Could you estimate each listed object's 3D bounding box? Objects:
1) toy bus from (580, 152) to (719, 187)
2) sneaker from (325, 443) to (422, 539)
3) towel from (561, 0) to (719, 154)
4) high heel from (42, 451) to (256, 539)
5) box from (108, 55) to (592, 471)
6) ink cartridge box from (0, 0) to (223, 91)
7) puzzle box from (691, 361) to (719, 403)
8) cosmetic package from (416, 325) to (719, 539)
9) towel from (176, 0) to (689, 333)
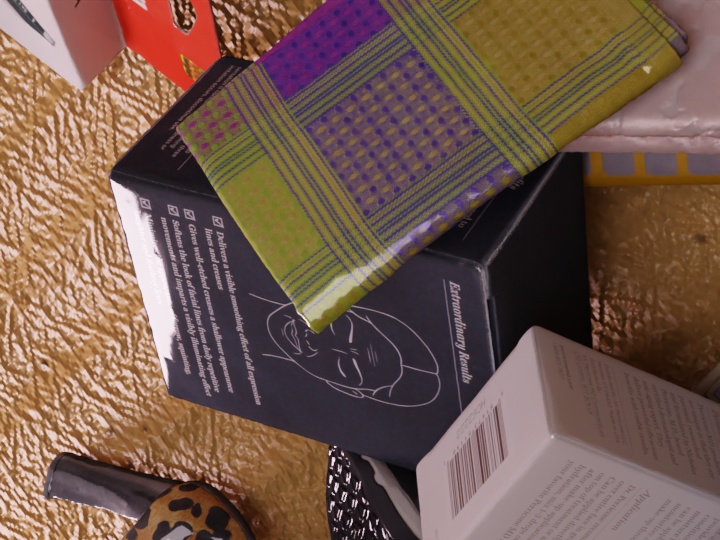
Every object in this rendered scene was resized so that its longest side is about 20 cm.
[{"bbox_3d":[0.140,-0.084,0.805,0.199,0.065,0.079,0,117,26],"label":"toy bus"},{"bbox_3d":[0.050,0.141,0.841,0.200,0.083,0.072,49,140,47],"label":"sneaker"},{"bbox_3d":[0.106,-0.139,0.771,0.190,0.032,0.201,2,63,27],"label":"towel"},{"bbox_3d":[-0.131,0.214,1.001,0.142,0.071,0.201,11,97,30],"label":"high heel"},{"bbox_3d":[0.000,0.000,0.837,0.199,0.107,0.149,15,136,26],"label":"box"},{"bbox_3d":[-0.148,-0.155,0.866,0.173,0.200,0.044,38,72,19],"label":"ink cartridge box"},{"bbox_3d":[0.269,0.079,0.808,0.200,0.025,0.133,42,116,11],"label":"puzzle box"},{"bbox_3d":[0.135,0.112,0.770,0.199,0.071,0.102,24,124,-21],"label":"cosmetic package"},{"bbox_3d":[0.029,-0.078,0.739,0.200,0.023,0.144,-37,53,3],"label":"towel"}]
